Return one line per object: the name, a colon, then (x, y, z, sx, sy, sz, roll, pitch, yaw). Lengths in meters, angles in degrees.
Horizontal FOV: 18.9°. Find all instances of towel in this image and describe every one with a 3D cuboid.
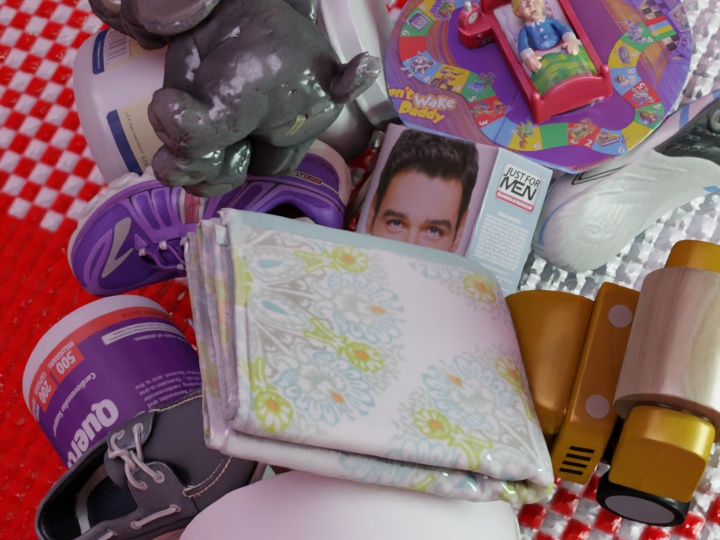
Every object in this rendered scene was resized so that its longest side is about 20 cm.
towel: (0.002, 0.049, 1.207, 0.199, 0.048, 0.172, 11, 41, -19)

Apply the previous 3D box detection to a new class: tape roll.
tape roll: (-0.004, 0.183, 1.251, 0.201, 0.203, 0.071, -16, 58, 12)

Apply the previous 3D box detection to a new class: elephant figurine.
elephant figurine: (-0.095, -0.160, 1.337, 0.154, 0.142, 0.201, -14, 71, -13)

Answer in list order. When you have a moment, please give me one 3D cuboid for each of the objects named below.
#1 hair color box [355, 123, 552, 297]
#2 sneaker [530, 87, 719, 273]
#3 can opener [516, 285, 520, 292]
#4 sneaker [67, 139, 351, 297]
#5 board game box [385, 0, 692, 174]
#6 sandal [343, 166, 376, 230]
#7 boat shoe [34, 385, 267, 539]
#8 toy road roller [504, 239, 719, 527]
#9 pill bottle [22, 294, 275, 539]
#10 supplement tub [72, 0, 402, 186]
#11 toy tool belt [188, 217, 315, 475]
hair color box: (0.040, 0.017, 1.359, 0.099, 0.060, 0.201, 15, 87, 43)
sneaker: (0.192, -0.070, 1.393, 0.199, 0.072, 0.073, -30, 32, -5)
can opener: (0.060, -0.050, 1.437, 0.067, 0.053, 0.201, -19, 58, 8)
sneaker: (-0.101, -0.025, 1.400, 0.199, 0.081, 0.084, -19, 42, 17)
board game box: (0.110, -0.149, 1.386, 0.199, 0.039, 0.159, 17, 63, 21)
sandal: (0.000, 0.000, 1.439, 0.070, 0.078, 0.212, 38, 87, 0)
boat shoe: (-0.121, 0.118, 1.245, 0.200, 0.062, 0.073, -35, 65, 45)
toy road roller: (0.142, 0.061, 1.264, 0.145, 0.200, 0.123, 16, 68, 3)
pill bottle: (-0.127, 0.117, 1.383, 0.112, 0.113, 0.200, -38, 57, -2)
supplement tub: (-0.078, -0.124, 1.466, 0.199, 0.145, 0.146, -20, 58, 14)
toy tool belt: (-0.040, 0.071, 1.306, 0.124, 0.123, 0.200, -3, 47, -30)
